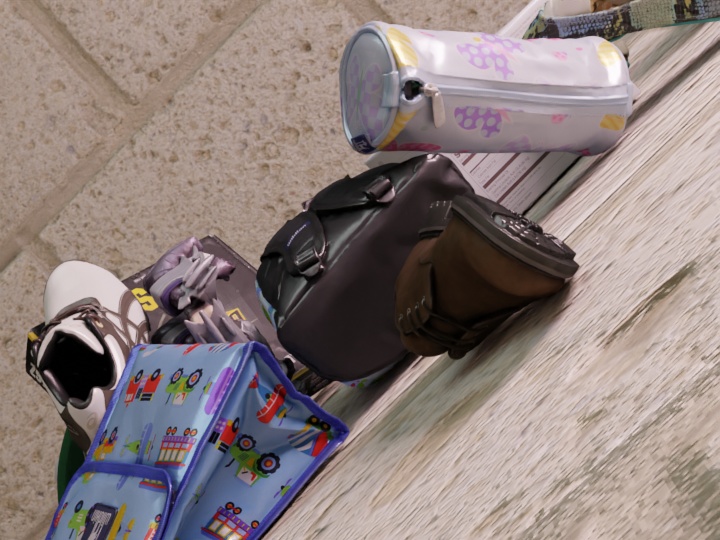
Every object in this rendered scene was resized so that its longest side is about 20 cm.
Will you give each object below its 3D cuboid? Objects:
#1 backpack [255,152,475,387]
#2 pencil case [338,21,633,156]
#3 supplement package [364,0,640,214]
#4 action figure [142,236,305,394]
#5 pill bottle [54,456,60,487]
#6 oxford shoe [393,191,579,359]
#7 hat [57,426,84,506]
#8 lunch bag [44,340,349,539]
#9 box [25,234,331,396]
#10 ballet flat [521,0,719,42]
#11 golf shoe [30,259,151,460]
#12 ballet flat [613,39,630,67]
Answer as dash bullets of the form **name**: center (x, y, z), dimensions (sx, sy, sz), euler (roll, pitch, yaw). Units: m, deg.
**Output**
- **backpack**: center (0.000, 0.000, 1.032), dimensions (0.163, 0.154, 0.200), euler (-48, 25, -8)
- **pencil case**: center (0.083, -0.118, 0.992), dimensions (0.198, 0.084, 0.090), euler (-1, -7, -30)
- **supplement package**: center (0.107, -0.114, 1.215), dimensions (0.156, 0.111, 0.200), euler (-44, 3, -10)
- **action figure**: center (-0.096, 0.043, 1.044), dimensions (0.069, 0.131, 0.200), euler (-30, 27, -17)
- **pill bottle**: center (-0.179, 0.152, 1.385), dimensions (0.200, 0.113, 0.112), euler (-46, 4, -31)
- **oxford shoe**: center (0.059, 0.010, 0.775), dimensions (0.085, 0.072, 0.200), euler (-61, 3, -6)
- **hat**: center (-0.131, 0.168, 1.246), dimensions (0.174, 0.168, 0.199), euler (6, -22, -37)
- **lunch bag**: center (-0.124, 0.149, 0.911), dimensions (0.150, 0.094, 0.201), euler (-5, 46, 53)
- **box**: center (-0.136, 0.067, 1.171), dimensions (0.199, 0.159, 0.050), euler (-30, -33, -40)
- **ballet flat**: center (0.186, -0.197, 1.046), dimensions (0.198, 0.075, 0.074), euler (-10, 24, 37)
- **golf shoe**: center (-0.190, 0.048, 1.055), dimensions (0.077, 0.095, 0.201), euler (-28, 48, -1)
- **ballet flat**: center (0.158, -0.145, 1.364), dimensions (0.200, 0.062, 0.067), euler (-43, -11, 5)
